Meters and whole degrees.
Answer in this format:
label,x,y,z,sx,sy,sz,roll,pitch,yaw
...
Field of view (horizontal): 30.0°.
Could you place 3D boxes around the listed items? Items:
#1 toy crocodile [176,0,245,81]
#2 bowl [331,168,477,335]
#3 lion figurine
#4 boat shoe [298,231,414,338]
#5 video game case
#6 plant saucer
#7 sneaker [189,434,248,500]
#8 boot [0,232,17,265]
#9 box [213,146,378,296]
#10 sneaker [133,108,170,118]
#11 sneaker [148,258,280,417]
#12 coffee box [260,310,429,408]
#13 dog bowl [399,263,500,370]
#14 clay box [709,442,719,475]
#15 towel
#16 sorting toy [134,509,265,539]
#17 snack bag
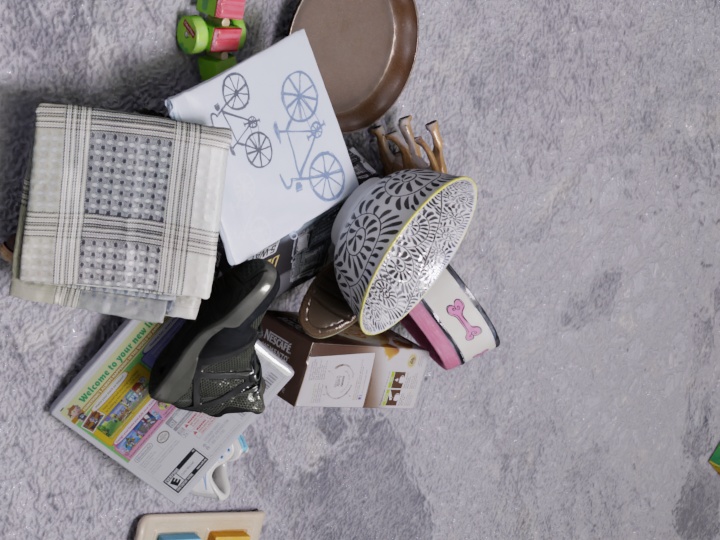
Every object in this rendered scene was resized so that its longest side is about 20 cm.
label,x,y,z,sx,sy,sz,roll,pitch,yaw
toy crocodile,-0.142,-0.281,1.376,0.067,0.062,0.202,-10,114,-41
bowl,0.030,-0.039,1.456,0.201,0.094,0.201,-45,158,-24
lion figurine,0.066,-0.114,1.581,0.072,0.200,0.124,-19,103,-2
boat shoe,0.000,0.000,1.560,0.072,0.076,0.200,46,77,-7
video game case,-0.201,0.128,1.450,0.182,0.022,0.200,41,94,-23
plant saucer,-0.014,-0.258,1.530,0.199,0.032,0.202,-20,122,-36
sneaker,-0.162,0.170,1.529,0.075,0.086,0.202,-29,132,-60
boot,-0.246,-0.065,1.338,0.198,0.072,0.168,10,106,-25
box,-0.084,-0.037,1.496,0.199,0.050,0.158,-28,154,-35
sneaker,-0.176,-0.101,1.427,0.199,0.079,0.090,19,108,-42
sneaker,-0.123,0.076,1.391,0.114,0.076,0.200,27,115,-27
coffee box,-0.029,0.108,1.619,0.199,0.114,0.080,6,104,-45
dog bowl,0.081,0.036,1.645,0.074,0.200,0.201,-39,132,-6
clay box,0.723,0.355,2.495,0.115,0.047,0.200,-55,135,-9
towel,-0.228,-0.051,1.282,0.191,0.035,0.202,7,106,-14
sorting toy,-0.206,0.382,1.628,0.199,0.036,0.187,6,104,-45
snack bag,-0.096,-0.123,1.371,0.199,0.021,0.190,-35,114,-36
